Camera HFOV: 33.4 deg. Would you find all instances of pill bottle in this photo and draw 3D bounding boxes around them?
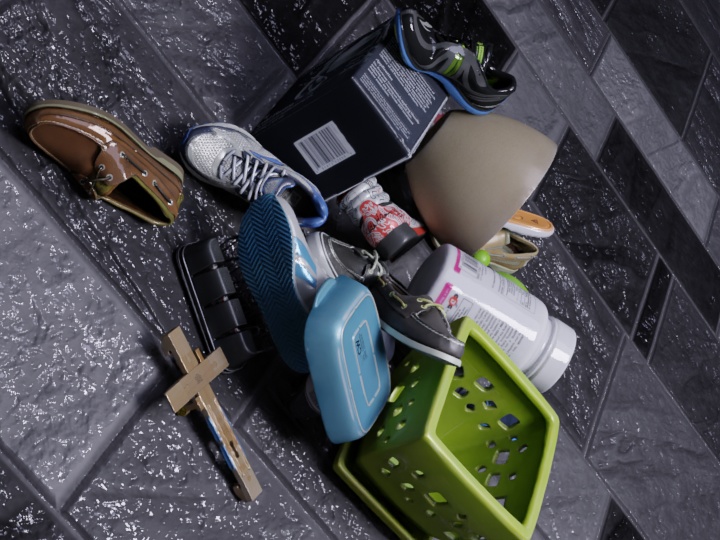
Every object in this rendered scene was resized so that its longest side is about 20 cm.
[{"bbox_3d":[0.158,0.064,1.477,0.200,0.113,0.113,31,46,-11],"label":"pill bottle"}]

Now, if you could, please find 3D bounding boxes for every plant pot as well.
[{"bbox_3d":[0.138,-0.130,1.552,0.134,0.200,0.200,39,42,-7],"label":"plant pot"},{"bbox_3d":[0.094,0.207,1.412,0.199,0.181,0.200,48,40,-21],"label":"plant pot"}]

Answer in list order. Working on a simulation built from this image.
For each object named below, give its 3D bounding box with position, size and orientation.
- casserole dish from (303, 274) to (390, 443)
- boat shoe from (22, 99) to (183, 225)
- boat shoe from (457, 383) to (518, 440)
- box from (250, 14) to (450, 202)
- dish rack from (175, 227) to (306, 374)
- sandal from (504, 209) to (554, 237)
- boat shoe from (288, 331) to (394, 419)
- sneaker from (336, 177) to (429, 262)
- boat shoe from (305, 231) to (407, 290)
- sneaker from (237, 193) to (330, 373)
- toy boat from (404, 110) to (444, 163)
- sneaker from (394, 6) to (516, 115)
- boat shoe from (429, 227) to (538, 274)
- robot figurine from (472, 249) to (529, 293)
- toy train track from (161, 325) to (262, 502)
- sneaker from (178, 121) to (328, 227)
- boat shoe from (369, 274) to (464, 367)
[{"bbox_3d":[-0.009,0.099,1.309,0.121,0.039,0.200,-54,140,-48],"label":"casserole dish"},{"bbox_3d":[-0.264,-0.111,1.257,0.200,0.072,0.068,26,50,-39],"label":"boat shoe"},{"bbox_3d":[0.163,0.186,1.598,0.200,0.084,0.069,29,68,-55],"label":"boat shoe"},{"bbox_3d":[-0.010,-0.198,1.501,0.124,0.200,0.197,52,39,-16],"label":"box"},{"bbox_3d":[-0.108,0.025,1.383,0.200,0.054,0.154,-12,81,-54],"label":"dish rack"},{"bbox_3d":[0.185,-0.102,1.722,0.206,0.059,0.079,13,24,-9],"label":"sandal"},{"bbox_3d":[-0.024,0.116,1.416,0.070,0.066,0.200,53,34,-10],"label":"boat shoe"},{"bbox_3d":[0.027,-0.070,1.541,0.108,0.067,0.201,51,6,4],"label":"sneaker"},{"bbox_3d":[0.000,0.000,1.469,0.200,0.064,0.071,41,31,-54],"label":"boat shoe"},{"bbox_3d":[-0.074,0.011,1.334,0.081,0.076,0.200,-22,96,-61],"label":"sneaker"},{"bbox_3d":[0.075,-0.243,1.664,0.131,0.130,0.200,-45,109,-21],"label":"toy boat"},{"bbox_3d":[0.115,-0.263,1.452,0.199,0.083,0.071,31,48,-36],"label":"sneaker"},{"bbox_3d":[0.184,-0.047,1.747,0.200,0.076,0.072,12,61,-46],"label":"boat shoe"},{"bbox_3d":[0.157,0.064,1.620,0.200,0.116,0.176,-11,84,-51],"label":"robot figurine"},{"bbox_3d":[-0.163,0.155,1.265,0.200,0.032,0.115,64,30,-10],"label":"toy train track"},{"bbox_3d":[-0.116,-0.108,1.390,0.200,0.085,0.077,26,95,-28],"label":"sneaker"},{"bbox_3d":[0.059,0.053,1.354,0.072,0.201,0.061,30,89,-32],"label":"boat shoe"}]
